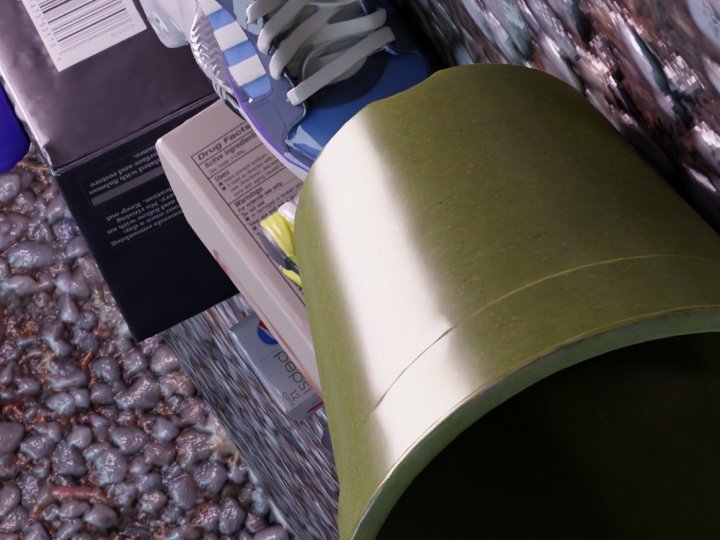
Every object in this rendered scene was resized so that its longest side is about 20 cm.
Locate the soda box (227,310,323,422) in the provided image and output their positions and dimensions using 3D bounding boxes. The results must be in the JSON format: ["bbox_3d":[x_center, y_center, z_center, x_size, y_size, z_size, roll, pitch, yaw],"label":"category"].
[{"bbox_3d":[-0.033,0.050,1.767,0.064,0.068,0.200,55,178,4],"label":"soda box"}]

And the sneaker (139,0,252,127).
[{"bbox_3d":[-0.054,-0.123,1.310,0.200,0.075,0.115,59,173,17],"label":"sneaker"}]

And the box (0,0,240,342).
[{"bbox_3d":[-0.139,-0.100,1.637,0.197,0.117,0.200,61,174,30],"label":"box"}]

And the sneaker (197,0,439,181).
[{"bbox_3d":[-0.036,-0.127,1.158,0.200,0.081,0.146,58,177,27],"label":"sneaker"}]

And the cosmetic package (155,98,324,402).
[{"bbox_3d":[0.000,0.000,1.361,0.200,0.103,0.087,53,170,27],"label":"cosmetic package"}]

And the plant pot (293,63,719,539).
[{"bbox_3d":[0.061,0.030,0.953,0.190,0.200,0.200,-114,-1,-46],"label":"plant pot"}]

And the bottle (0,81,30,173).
[{"bbox_3d":[-0.297,-0.062,1.649,0.065,0.200,0.084,-134,19,-77],"label":"bottle"}]

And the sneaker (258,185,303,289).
[{"bbox_3d":[0.055,0.011,1.207,0.200,0.085,0.074,34,175,4],"label":"sneaker"}]

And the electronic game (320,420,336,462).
[{"bbox_3d":[0.078,0.102,1.202,0.200,0.042,0.200,19,-178,-1],"label":"electronic game"}]
